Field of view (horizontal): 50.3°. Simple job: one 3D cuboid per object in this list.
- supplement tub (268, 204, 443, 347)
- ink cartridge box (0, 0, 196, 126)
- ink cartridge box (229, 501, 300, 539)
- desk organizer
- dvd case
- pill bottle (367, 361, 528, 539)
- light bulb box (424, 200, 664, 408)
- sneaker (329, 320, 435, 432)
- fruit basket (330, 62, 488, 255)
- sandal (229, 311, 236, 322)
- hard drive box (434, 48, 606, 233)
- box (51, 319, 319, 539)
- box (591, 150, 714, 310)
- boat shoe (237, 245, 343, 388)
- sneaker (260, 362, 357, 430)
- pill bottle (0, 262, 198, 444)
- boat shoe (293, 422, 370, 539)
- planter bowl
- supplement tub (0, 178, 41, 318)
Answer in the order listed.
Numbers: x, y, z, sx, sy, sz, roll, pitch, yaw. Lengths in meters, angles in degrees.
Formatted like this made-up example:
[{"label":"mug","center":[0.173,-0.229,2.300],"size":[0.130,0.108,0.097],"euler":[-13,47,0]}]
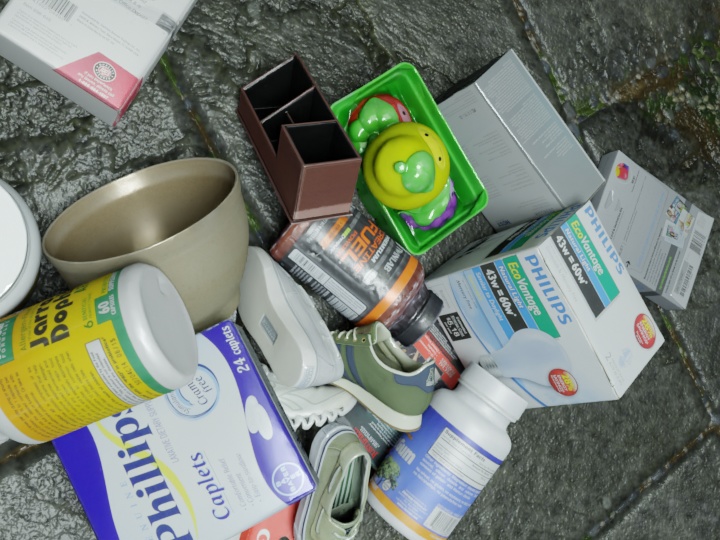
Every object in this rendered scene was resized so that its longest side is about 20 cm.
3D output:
[{"label":"supplement tub","center":[0.000,0.000,0.885],"size":[0.200,0.107,0.107],"euler":[39,71,-8]},{"label":"ink cartridge box","center":[-0.271,-0.281,0.820],"size":[0.145,0.085,0.201],"euler":[33,75,-17]},{"label":"ink cartridge box","center":[-0.155,0.310,0.831],"size":[0.199,0.050,0.163],"euler":[19,78,-17]},{"label":"desk organizer","center":[-0.071,-0.150,0.839],"size":[0.071,0.077,0.201],"euler":[-10,50,-24]},{"label":"dvd case","center":[0.041,0.123,0.948],"size":[0.200,0.022,0.146],"euler":[-45,102,-21]},{"label":"pill bottle","center":[0.103,0.210,0.891],"size":[0.112,0.112,0.200],"euler":[36,89,-16]},{"label":"light bulb box","center":[0.213,0.050,0.921],"size":[0.125,0.200,0.199],"euler":[-36,99,-37]},{"label":"sneaker","center":[-0.002,0.088,0.852],"size":[0.200,0.067,0.090],"euler":[31,114,20]},{"label":"fruit basket","center":[0.057,-0.128,0.883],"size":[0.155,0.215,0.216],"euler":[-35,99,-22]},{"label":"sandal","center":[-0.210,0.092,0.828],"size":[0.200,0.048,0.075],"euler":[-40,100,-21]},{"label":"hard drive box","center":[0.182,-0.152,0.963],"size":[0.077,0.156,0.200],"euler":[-43,102,-22]},{"label":"box","center":[-0.169,0.176,0.748],"size":[0.199,0.105,0.185],"euler":[-28,84,-7]},{"label":"box","center":[0.412,-0.055,1.115],"size":[0.199,0.041,0.157],"euler":[29,74,-19]},{"label":"boat shoe","center":[-0.077,0.047,0.834],"size":[0.068,0.200,0.072],"euler":[8,118,-38]},{"label":"sneaker","center":[-0.099,0.139,0.849],"size":[0.199,0.075,0.082],"euler":[-4,87,-18]},{"label":"pill bottle","center":[-0.250,0.079,0.649],"size":[0.199,0.113,0.113],"euler":[-22,94,6]},{"label":"boat shoe","center":[-0.030,0.267,0.844],"size":[0.072,0.062,0.201],"euler":[-8,115,-27]},{"label":"planter bowl","center":[-0.199,-0.010,0.782],"size":[0.200,0.200,0.135],"euler":[-31,125,-23]},{"label":"supplement tub","center":[-0.365,-0.015,0.690],"size":[0.144,0.200,0.146],"euler":[3,84,-23]}]
